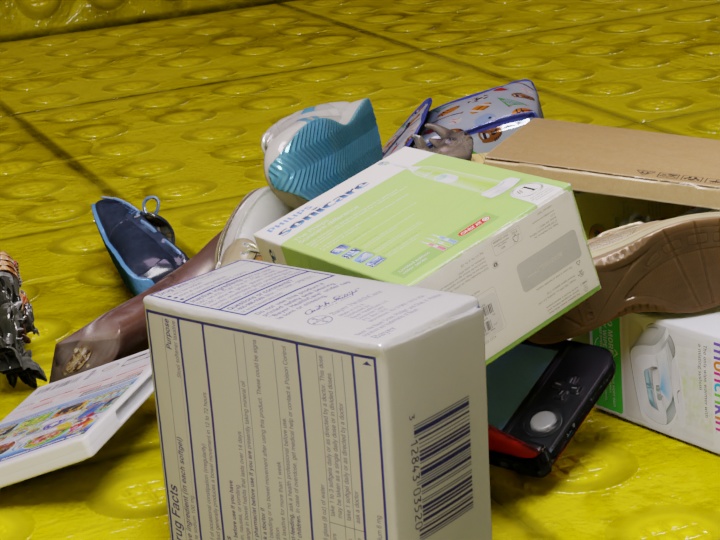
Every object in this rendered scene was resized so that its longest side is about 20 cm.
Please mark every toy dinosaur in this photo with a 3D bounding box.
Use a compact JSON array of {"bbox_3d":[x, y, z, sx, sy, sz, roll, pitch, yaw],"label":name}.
[{"bbox_3d":[-0.324,0.027,1.493,0.102,0.136,0.200,-14,-29,23],"label":"toy dinosaur"}]

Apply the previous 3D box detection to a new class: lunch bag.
[{"bbox_3d":[0.105,-0.122,1.907,0.199,0.124,0.170,-16,15,10],"label":"lunch bag"}]

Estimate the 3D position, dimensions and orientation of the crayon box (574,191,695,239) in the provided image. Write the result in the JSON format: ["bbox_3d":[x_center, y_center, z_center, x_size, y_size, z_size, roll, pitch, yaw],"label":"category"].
[{"bbox_3d":[0.246,-0.013,1.483,0.199,0.128,0.051,-3,9,-5],"label":"crayon box"}]

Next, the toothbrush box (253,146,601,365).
[{"bbox_3d":[0.043,-0.007,1.226,0.145,0.086,0.200,-32,27,-24],"label":"toothbrush box"}]

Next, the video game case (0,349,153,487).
[{"bbox_3d":[-0.224,0.113,1.334,0.143,0.018,0.200,-19,12,20],"label":"video game case"}]

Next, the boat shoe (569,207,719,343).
[{"bbox_3d":[0.223,-0.010,1.417,0.200,0.070,0.072,-35,59,-3],"label":"boat shoe"}]

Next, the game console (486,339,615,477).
[{"bbox_3d":[0.049,0.065,1.242,0.199,0.119,0.172,11,48,37],"label":"game console"}]

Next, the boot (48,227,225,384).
[{"bbox_3d":[-0.160,0.026,1.486,0.186,0.064,0.200,-44,-10,33],"label":"boot"}]

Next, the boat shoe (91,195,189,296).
[{"bbox_3d":[-0.210,-0.020,1.738,0.068,0.084,0.200,-28,36,-9],"label":"boat shoe"}]

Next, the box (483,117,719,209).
[{"bbox_3d":[0.216,-0.089,1.443,0.199,0.021,0.163,8,19,19],"label":"box"}]

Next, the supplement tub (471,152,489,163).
[{"bbox_3d":[0.142,-0.036,1.569,0.199,0.146,0.145,-7,17,-5],"label":"supplement tub"}]

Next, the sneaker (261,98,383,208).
[{"bbox_3d":[-0.044,-0.089,1.438,0.080,0.077,0.200,-10,10,19],"label":"sneaker"}]

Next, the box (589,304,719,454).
[{"bbox_3d":[0.302,0.053,1.324,0.199,0.097,0.176,-17,21,-34],"label":"box"}]

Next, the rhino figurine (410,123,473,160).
[{"bbox_3d":[0.087,-0.054,1.458,0.087,0.060,0.201,-11,52,-14],"label":"rhino figurine"}]

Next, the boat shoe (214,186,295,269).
[{"bbox_3d":[-0.085,0.012,1.433,0.074,0.201,0.068,21,-30,-14],"label":"boat shoe"}]

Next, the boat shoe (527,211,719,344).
[{"bbox_3d":[0.199,-0.006,1.275,0.199,0.072,0.065,-13,22,-1],"label":"boat shoe"}]

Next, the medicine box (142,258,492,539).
[{"bbox_3d":[-0.027,0.102,1.112,0.199,0.183,0.103,10,22,38],"label":"medicine box"}]
